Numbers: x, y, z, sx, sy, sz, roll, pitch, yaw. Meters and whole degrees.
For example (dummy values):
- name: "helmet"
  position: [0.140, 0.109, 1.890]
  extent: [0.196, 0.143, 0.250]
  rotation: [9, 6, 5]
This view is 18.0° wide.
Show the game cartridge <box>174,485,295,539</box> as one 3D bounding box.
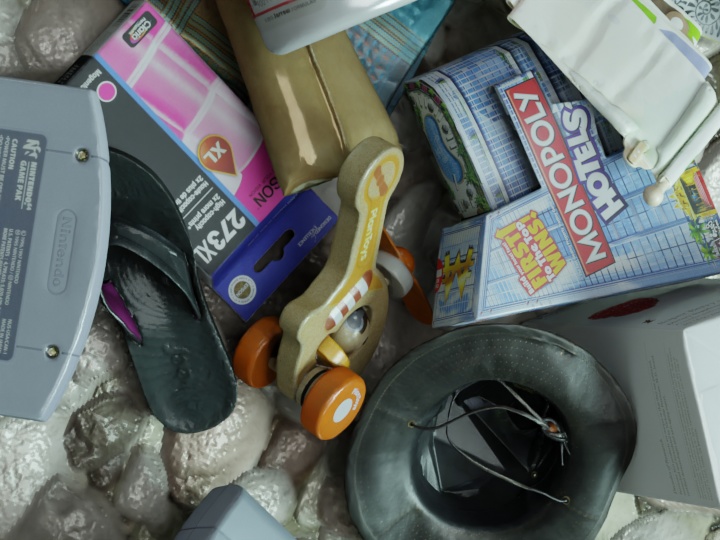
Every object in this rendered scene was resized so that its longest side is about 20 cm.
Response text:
- name: "game cartridge"
  position: [-0.085, 0.241, 1.391]
  extent: [0.133, 0.041, 0.201]
  rotation: [51, 46, -39]

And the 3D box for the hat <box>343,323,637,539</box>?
- name: "hat"
  position: [0.080, 0.110, 1.491]
  extent: [0.199, 0.081, 0.202]
  rotation: [-2, 115, -3]

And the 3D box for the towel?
- name: "towel"
  position: [-0.043, -0.177, 1.478]
  extent: [0.200, 0.022, 0.147]
  rotation: [36, 74, -21]

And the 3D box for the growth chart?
- name: "growth chart"
  position: [0.165, -0.153, 1.468]
  extent: [0.200, 0.018, 0.145]
  rotation: [50, 52, 1]

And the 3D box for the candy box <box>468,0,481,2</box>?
- name: "candy box"
  position: [0.047, -0.292, 1.488]
  extent: [0.136, 0.061, 0.201]
  rotation: [14, 78, -27]

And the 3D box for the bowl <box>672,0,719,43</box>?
- name: "bowl"
  position: [0.256, -0.240, 1.528]
  extent: [0.200, 0.200, 0.095]
  rotation: [35, 71, -21]

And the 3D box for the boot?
- name: "boot"
  position: [-0.070, -0.142, 1.400]
  extent: [0.175, 0.066, 0.201]
  rotation: [-23, 94, -36]

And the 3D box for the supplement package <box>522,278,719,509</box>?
- name: "supplement package"
  position: [0.216, 0.076, 1.503]
  extent: [0.121, 0.200, 0.121]
  rotation: [-18, 98, -25]

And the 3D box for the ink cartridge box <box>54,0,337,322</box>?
- name: "ink cartridge box"
  position: [-0.104, -0.067, 1.436]
  extent: [0.095, 0.037, 0.200]
  rotation: [-47, 111, -11]

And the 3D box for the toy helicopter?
- name: "toy helicopter"
  position: [0.000, 0.000, 1.433]
  extent: [0.132, 0.079, 0.201]
  rotation: [-28, 142, -42]

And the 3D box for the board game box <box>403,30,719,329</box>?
- name: "board game box"
  position: [0.118, -0.051, 1.458]
  extent: [0.199, 0.062, 0.201]
  rotation: [-26, 94, -27]

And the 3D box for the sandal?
- name: "sandal"
  position: [-0.130, 0.012, 1.402]
  extent: [0.075, 0.048, 0.201]
  rotation: [-25, 106, 4]

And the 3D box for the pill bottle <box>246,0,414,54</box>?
- name: "pill bottle"
  position: [-0.039, -0.239, 1.338]
  extent: [0.112, 0.112, 0.201]
  rotation: [-24, 96, -24]

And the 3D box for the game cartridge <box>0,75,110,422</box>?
- name: "game cartridge"
  position: [-0.218, -0.015, 1.355]
  extent: [0.132, 0.042, 0.201]
  rotation: [9, 86, -1]
